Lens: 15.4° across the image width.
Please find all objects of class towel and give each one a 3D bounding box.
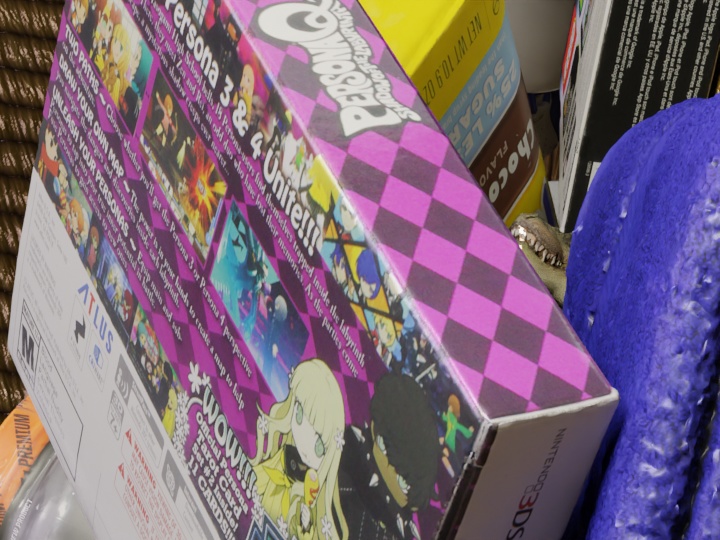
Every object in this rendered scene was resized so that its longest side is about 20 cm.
[{"bbox_3d":[0.065,0.032,0.587,0.200,0.049,0.148,-117,35,-88],"label":"towel"}]

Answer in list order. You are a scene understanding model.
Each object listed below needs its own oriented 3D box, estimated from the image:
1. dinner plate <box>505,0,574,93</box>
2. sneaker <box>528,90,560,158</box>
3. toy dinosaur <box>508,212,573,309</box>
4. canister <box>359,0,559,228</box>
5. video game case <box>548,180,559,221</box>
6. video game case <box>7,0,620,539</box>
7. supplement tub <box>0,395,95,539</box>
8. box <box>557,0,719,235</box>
[{"bbox_3d":[0.049,-0.165,1.003,0.200,0.024,0.201,29,-127,-47],"label":"dinner plate"},{"bbox_3d":[0.038,-0.059,1.037,0.199,0.081,0.115,-32,3,-37],"label":"sneaker"},{"bbox_3d":[0.059,0.079,0.797,0.088,0.047,0.200,-80,-6,-49],"label":"toy dinosaur"},{"bbox_3d":[0.000,0.000,0.806,0.149,0.086,0.200,-53,-34,-27],"label":"canister"},{"bbox_3d":[-0.008,0.033,1.043,0.200,0.182,0.024,100,164,-57],"label":"video game case"},{"bbox_3d":[-0.024,0.022,0.609,0.200,0.036,0.182,59,146,38],"label":"video game case"},{"bbox_3d":[-0.041,0.121,0.950,0.123,0.200,0.123,-55,-21,-33],"label":"supplement tub"},{"bbox_3d":[0.092,-0.117,0.774,0.110,0.035,0.200,-83,2,-58],"label":"box"}]
